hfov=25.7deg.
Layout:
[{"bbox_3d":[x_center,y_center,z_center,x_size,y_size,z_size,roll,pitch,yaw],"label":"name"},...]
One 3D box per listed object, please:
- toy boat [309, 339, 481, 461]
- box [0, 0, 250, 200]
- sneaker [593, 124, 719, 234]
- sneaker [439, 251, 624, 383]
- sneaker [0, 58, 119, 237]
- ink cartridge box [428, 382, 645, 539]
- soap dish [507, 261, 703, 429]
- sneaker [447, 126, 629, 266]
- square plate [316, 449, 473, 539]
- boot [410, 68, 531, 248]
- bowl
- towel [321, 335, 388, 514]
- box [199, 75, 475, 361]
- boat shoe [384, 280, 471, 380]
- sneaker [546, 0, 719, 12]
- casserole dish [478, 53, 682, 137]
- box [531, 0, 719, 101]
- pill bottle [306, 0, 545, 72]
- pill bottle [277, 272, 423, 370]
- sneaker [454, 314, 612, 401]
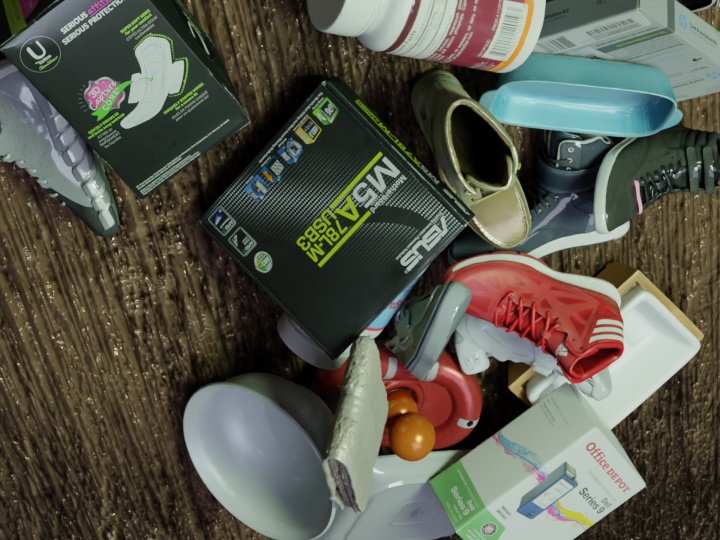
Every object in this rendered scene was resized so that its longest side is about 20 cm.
[{"bbox_3d":[0.045,0.157,1.730,0.198,0.131,0.131,4,124,-26],"label":"toy boat"},{"bbox_3d":[-0.210,-0.192,1.338,0.124,0.149,0.200,-34,132,6],"label":"box"},{"bbox_3d":[0.310,-0.096,1.609,0.200,0.098,0.071,-45,134,-45],"label":"sneaker"},{"bbox_3d":[0.182,0.049,1.613,0.198,0.116,0.079,6,127,-9],"label":"sneaker"},{"bbox_3d":[-0.301,-0.102,1.427,0.114,0.075,0.201,-22,121,0],"label":"sneaker"},{"bbox_3d":[0.202,0.241,1.789,0.199,0.088,0.145,-38,133,6],"label":"ink cartridge box"},{"bbox_3d":[0.278,0.094,1.819,0.200,0.081,0.157,-43,130,11],"label":"soap dish"},{"bbox_3d":[0.178,-0.083,1.645,0.200,0.077,0.147,-18,127,-6],"label":"sneaker"},{"bbox_3d":[0.064,0.273,1.857,0.196,0.029,0.201,0,144,-25],"label":"square plate"},{"bbox_3d":[0.120,-0.092,1.523,0.072,0.155,0.201,-29,109,-1],"label":"boot"},{"bbox_3d":[-0.086,0.183,1.685,0.090,0.200,0.203,-42,144,-42],"label":"bowl"},{"bbox_3d":[-0.005,0.158,1.569,0.034,0.134,0.200,9,156,9],"label":"towel"},{"bbox_3d":[-0.024,-0.049,1.517,0.193,0.047,0.200,46,111,3],"label":"box"},{"bbox_3d":[0.063,0.059,1.618,0.072,0.062,0.200,-57,175,-25],"label":"boat shoe"},{"bbox_3d":[0.256,-0.272,1.526,0.198,0.082,0.075,-13,129,-7],"label":"sneaker"},{"bbox_3d":[0.215,-0.172,1.536,0.198,0.039,0.121,5,164,-3],"label":"casserole dish"},{"bbox_3d":[0.258,-0.213,1.525,0.155,0.042,0.199,-11,156,42],"label":"box"},{"bbox_3d":[0.059,-0.250,1.438,0.198,0.115,0.115,6,122,-27],"label":"pill bottle"},{"bbox_3d":[0.000,0.000,1.606,0.108,0.109,0.201,20,116,-34],"label":"pill bottle"},{"bbox_3d":[0.179,0.085,1.732,0.200,0.075,0.115,46,114,0],"label":"sneaker"}]
